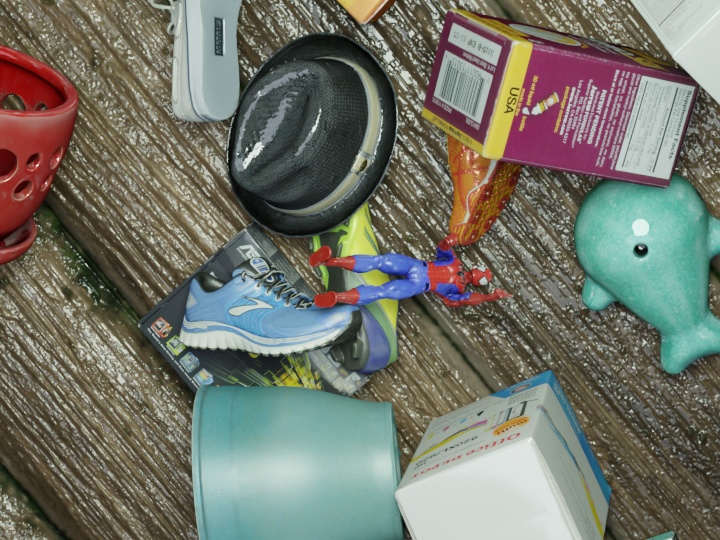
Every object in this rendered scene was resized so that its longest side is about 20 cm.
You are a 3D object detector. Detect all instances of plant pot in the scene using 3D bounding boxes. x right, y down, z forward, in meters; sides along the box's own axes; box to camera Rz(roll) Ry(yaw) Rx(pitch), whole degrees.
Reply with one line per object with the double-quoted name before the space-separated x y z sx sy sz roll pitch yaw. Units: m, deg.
"plant pot" -0.396 -0.116 1.409 0.198 0.200 0.184 25 111 6
"plant pot" -0.053 0.200 1.368 0.185 0.200 0.203 -7 102 3

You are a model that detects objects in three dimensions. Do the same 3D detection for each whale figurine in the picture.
"whale figurine" 0.277 0.003 1.323 0.157 0.104 0.202 -24 97 17

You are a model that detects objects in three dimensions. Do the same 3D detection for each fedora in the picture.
"fedora" -0.063 -0.133 1.353 0.198 0.091 0.204 -2 86 25

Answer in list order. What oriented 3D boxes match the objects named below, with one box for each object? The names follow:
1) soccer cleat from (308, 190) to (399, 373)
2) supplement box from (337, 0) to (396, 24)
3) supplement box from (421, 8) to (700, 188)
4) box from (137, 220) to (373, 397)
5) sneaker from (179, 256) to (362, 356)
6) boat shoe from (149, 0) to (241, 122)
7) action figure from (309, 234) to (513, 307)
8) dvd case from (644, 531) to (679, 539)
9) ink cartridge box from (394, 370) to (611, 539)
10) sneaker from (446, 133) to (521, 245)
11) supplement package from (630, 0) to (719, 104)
"soccer cleat" -0.001 0.000 1.417 0.064 0.083 0.203 -11 83 44
"supplement box" -0.039 -0.325 1.340 0.200 0.067 0.069 44 109 -1
"supplement box" 0.174 -0.151 1.250 0.197 0.131 0.105 7 108 -27
"box" -0.106 0.078 1.463 0.161 0.049 0.201 -39 93 16
"sneaker" -0.090 0.034 1.372 0.197 0.078 0.091 3 95 27
"boat shoe" -0.161 -0.244 1.387 0.085 0.074 0.205 0 90 39
"action figure" 0.061 0.002 1.334 0.098 0.198 0.066 -17 77 50
"dvd case" 0.289 0.379 1.456 0.144 0.022 0.202 -21 98 17
"ink cartridge box" 0.139 0.212 1.356 0.146 0.200 0.146 -24 97 17
"sneaker" 0.113 -0.124 1.362 0.076 0.073 0.203 20 106 32
"supplement package" 0.326 -0.220 1.173 0.147 0.201 0.191 -42 125 18
